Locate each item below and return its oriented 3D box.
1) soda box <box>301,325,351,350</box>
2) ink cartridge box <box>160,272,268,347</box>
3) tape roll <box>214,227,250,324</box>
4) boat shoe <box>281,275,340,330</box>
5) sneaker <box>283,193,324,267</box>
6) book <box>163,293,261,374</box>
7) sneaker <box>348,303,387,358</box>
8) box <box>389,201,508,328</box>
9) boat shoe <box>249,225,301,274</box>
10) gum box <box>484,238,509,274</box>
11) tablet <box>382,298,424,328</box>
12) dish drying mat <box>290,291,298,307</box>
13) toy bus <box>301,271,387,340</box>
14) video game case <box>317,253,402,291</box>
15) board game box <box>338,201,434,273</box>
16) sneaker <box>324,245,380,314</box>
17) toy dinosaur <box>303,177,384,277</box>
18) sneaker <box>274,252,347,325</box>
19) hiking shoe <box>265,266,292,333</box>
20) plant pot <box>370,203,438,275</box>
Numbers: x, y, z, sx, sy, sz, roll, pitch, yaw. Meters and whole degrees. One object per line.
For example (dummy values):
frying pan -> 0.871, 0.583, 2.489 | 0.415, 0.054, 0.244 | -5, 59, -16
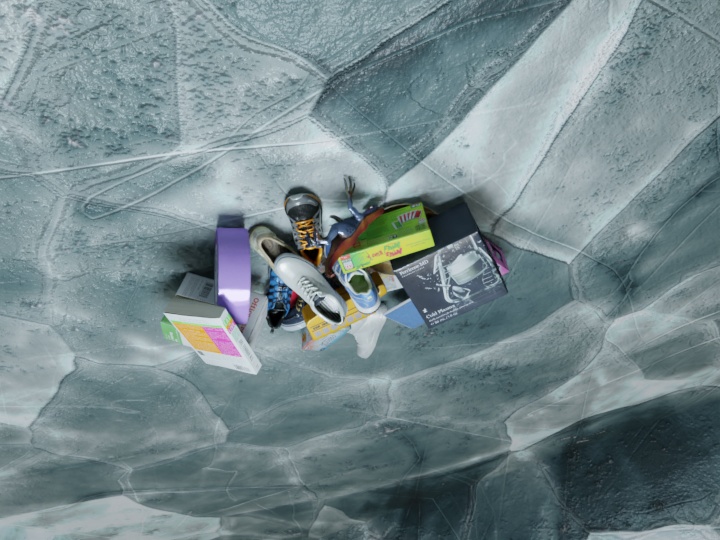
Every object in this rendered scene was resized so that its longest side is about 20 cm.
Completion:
soda box -> -0.090, 0.148, 1.713 | 0.068, 0.064, 0.200 | 7, 156, -23
ink cartridge box -> -0.324, 0.107, 1.503 | 0.199, 0.147, 0.085 | 17, 144, 5
tape roll -> -0.271, 0.012, 1.397 | 0.065, 0.201, 0.201 | 1, 143, -16
boat shoe -> -0.129, 0.073, 1.598 | 0.199, 0.071, 0.091 | -25, 127, 24
sneaker -> -0.111, -0.085, 1.414 | 0.078, 0.078, 0.201 | -11, 143, 3
book -> -0.296, 0.138, 1.360 | 0.133, 0.048, 0.201 | 9, 143, 24
sneaker -> -0.010, 0.158, 1.786 | 0.115, 0.074, 0.201 | 4, 132, -17
box -> 0.190, -0.009, 1.465 | 0.199, 0.124, 0.197 | -26, 125, 12
boat shoe -> -0.163, -0.019, 1.463 | 0.072, 0.065, 0.200 | -46, 126, -3
gum box -> 0.254, -0.001, 1.631 | 0.200, 0.066, 0.113 | -34, 139, 30
tablet -> 0.167, 0.085, 1.661 | 0.199, 0.014, 0.130 | -31, 141, 30
dish drying mat -> -0.149, 0.064, 1.658 | 0.199, 0.018, 0.077 | -17, 143, 9
toy bus -> -0.034, 0.080, 1.523 | 0.199, 0.065, 0.079 | -25, 123, -2
video game case -> 0.000, 0.000, 1.588 | 0.199, 0.023, 0.183 | -14, 137, 5
board game box -> 0.048, -0.069, 1.407 | 0.199, 0.102, 0.048 | -17, 129, 6
sneaker -> -0.017, -0.002, 1.456 | 0.075, 0.200, 0.077 | -31, 156, -10
toy dinosaur -> -0.022, -0.078, 1.362 | 0.180, 0.201, 0.105 | -11, 163, -24
sneaker -> -0.100, 0.039, 1.420 | 0.200, 0.071, 0.073 | 40, 99, -17
hiking shoe -> -0.183, 0.052, 1.564 | 0.074, 0.087, 0.201 | 1, 133, -17
plant pot -> 0.092, -0.073, 1.495 | 0.198, 0.028, 0.201 | -4, 129, -5
